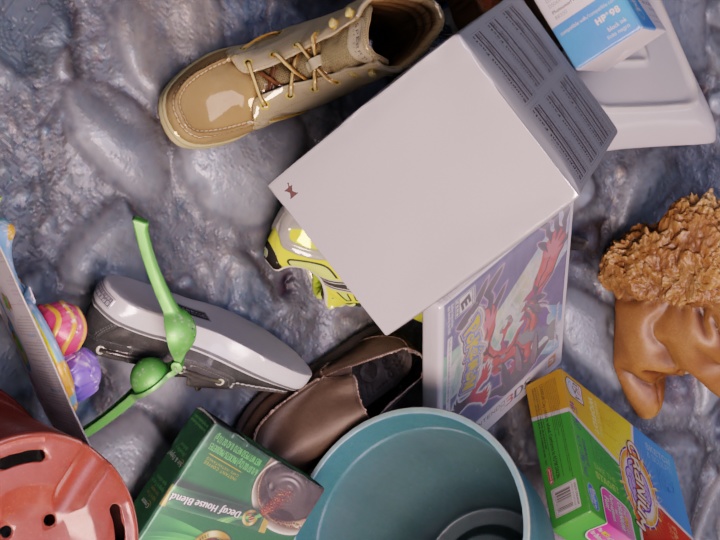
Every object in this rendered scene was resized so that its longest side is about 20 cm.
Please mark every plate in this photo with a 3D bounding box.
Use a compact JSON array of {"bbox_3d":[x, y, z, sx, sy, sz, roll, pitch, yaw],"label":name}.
[{"bbox_3d":[0.227,-0.204,1.450,0.199,0.032,0.201,-7,68,-34],"label":"plate"}]

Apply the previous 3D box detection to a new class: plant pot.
[{"bbox_3d":[0.075,0.233,1.292,0.188,0.199,0.201,39,67,-56],"label":"plant pot"},{"bbox_3d":[-0.255,0.174,1.067,0.200,0.195,0.202,-1,91,-35],"label":"plant pot"}]

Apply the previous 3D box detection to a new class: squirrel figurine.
[{"bbox_3d":[0.323,0.032,1.471,0.141,0.186,0.201,-40,112,-27],"label":"squirrel figurine"}]

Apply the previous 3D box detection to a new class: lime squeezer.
[{"bbox_3d":[-0.161,0.061,1.165,0.070,0.038,0.201,11,116,-25],"label":"lime squeezer"}]

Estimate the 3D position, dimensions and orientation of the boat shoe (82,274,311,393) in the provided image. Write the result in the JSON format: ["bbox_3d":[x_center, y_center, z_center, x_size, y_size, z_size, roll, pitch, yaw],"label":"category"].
[{"bbox_3d":[-0.129,0.061,1.240,0.199,0.069,0.057,24,107,-33],"label":"boat shoe"}]

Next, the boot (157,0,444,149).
[{"bbox_3d":[-0.045,-0.157,1.231,0.199,0.155,0.073,-23,97,-34],"label":"boot"}]

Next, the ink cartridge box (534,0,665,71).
[{"bbox_3d":[0.167,-0.267,1.324,0.201,0.067,0.116,60,21,5],"label":"ink cartridge box"}]

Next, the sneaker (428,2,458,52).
[{"bbox_3d":[0.099,-0.128,1.393,0.085,0.077,0.201,-37,102,-21],"label":"sneaker"}]

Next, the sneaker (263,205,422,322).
[{"bbox_3d":[0.000,0.000,1.330,0.200,0.075,0.077,35,99,-31],"label":"sneaker"}]

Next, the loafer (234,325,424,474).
[{"bbox_3d":[-0.024,0.110,1.301,0.200,0.071,0.073,-41,112,-27],"label":"loafer"}]

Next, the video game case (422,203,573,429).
[{"bbox_3d":[0.117,0.053,1.361,0.182,0.023,0.201,-38,142,-33],"label":"video game case"}]

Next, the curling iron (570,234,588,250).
[{"bbox_3d":[0.138,-0.039,1.430,0.199,0.049,0.026,16,54,-41],"label":"curling iron"}]

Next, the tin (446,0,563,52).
[{"bbox_3d":[0.113,-0.258,1.368,0.111,0.042,0.201,2,63,-39],"label":"tin"}]

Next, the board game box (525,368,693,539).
[{"bbox_3d":[0.230,0.198,1.431,0.200,0.040,0.154,37,34,-39],"label":"board game box"}]

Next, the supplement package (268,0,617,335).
[{"bbox_3d":[0.070,-0.086,1.227,0.147,0.191,0.200,52,25,-4],"label":"supplement package"}]

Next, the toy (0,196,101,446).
[{"bbox_3d":[-0.221,0.039,1.126,0.047,0.115,0.201,-30,101,-19],"label":"toy"}]

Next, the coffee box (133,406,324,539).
[{"bbox_3d":[-0.128,0.219,1.218,0.123,0.044,0.201,37,86,-31],"label":"coffee box"}]
